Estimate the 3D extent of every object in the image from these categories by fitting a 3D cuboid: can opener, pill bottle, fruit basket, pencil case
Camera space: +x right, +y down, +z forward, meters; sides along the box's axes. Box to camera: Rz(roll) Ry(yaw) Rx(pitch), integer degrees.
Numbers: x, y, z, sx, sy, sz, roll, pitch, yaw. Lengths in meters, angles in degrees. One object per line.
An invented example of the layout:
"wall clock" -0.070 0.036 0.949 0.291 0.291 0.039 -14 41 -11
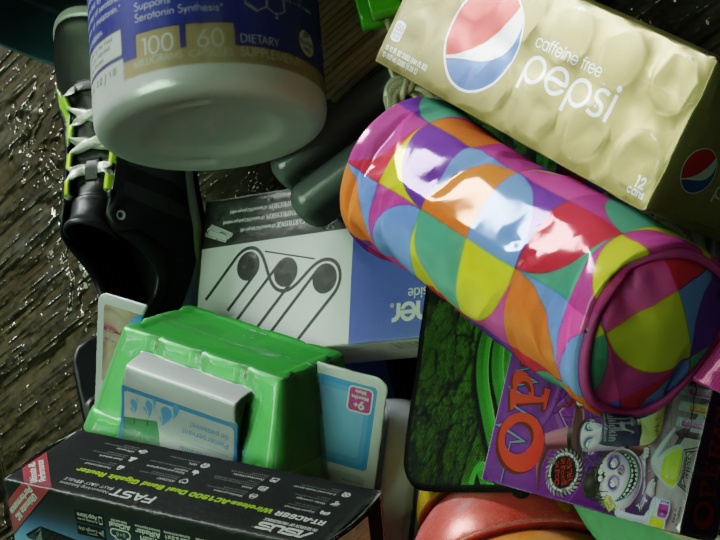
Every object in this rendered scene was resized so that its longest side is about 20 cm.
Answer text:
"can opener" 0.035 -0.102 0.983 0.200 0.066 0.053 -38 56 14
"pill bottle" -0.083 -0.164 0.978 0.120 0.119 0.201 -23 66 46
"fruit basket" -0.080 0.129 1.011 0.185 0.094 0.201 17 103 28
"pencil case" 0.071 -0.007 0.807 0.200 0.088 0.089 39 116 49

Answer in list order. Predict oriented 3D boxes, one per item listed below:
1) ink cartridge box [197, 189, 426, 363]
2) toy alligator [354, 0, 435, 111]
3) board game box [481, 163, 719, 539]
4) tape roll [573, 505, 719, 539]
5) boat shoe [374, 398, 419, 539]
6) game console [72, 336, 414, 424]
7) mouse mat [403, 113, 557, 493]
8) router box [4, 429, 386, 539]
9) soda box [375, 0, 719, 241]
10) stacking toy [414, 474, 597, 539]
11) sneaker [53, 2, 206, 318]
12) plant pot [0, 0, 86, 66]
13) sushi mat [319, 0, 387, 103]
"ink cartridge box" 0.000 0.000 1.028 0.199 0.044 0.094 -7 72 35
"toy alligator" 0.004 -0.164 0.954 0.054 0.059 0.201 120 137 -88
"board game box" 0.124 0.007 0.827 0.120 0.032 0.201 8 83 53
"tape roll" 0.171 0.048 0.843 0.200 0.048 0.201 -8 80 46
"boat shoe" 0.029 0.169 1.004 0.072 0.062 0.201 149 123 -77
"game console" -0.061 0.102 1.086 0.116 0.175 0.201 115 142 -65
"mouse mat" 0.086 0.006 0.895 0.161 0.008 0.201 -7 72 47
"router box" -0.078 0.173 0.948 0.199 0.062 0.150 7 115 33
"soda box" 0.094 -0.082 0.821 0.200 0.064 0.068 36 104 49
"stacking toy" 0.070 0.127 0.942 0.146 0.146 0.201 -49 39 35
"sneaker" -0.134 -0.050 1.060 0.071 0.083 0.201 -10 103 29
"plant pot" -0.137 -0.230 1.140 0.200 0.200 0.189 -1 72 48
"sushi mat" 0.023 -0.174 0.977 0.200 0.012 0.096 -36 73 46
